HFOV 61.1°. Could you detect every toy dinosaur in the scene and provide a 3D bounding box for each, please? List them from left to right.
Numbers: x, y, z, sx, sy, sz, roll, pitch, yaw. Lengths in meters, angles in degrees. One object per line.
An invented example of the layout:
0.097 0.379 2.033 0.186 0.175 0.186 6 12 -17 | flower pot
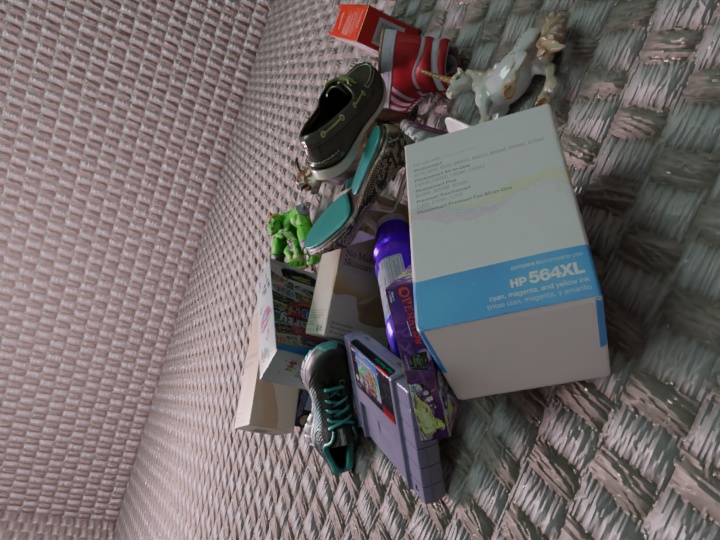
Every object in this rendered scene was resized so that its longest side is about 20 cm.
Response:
-0.001 -0.188 0.851 0.200 0.133 0.087 -49 -33 -35 | toy dinosaur

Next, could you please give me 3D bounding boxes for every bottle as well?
0.053 0.012 0.733 0.203 0.064 0.084 -99 -10 -45 | bottle

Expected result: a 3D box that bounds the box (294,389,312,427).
-0.107 0.162 1.067 0.139 0.037 0.200 -71 23 10 | box

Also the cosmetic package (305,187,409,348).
0.000 0.000 0.839 0.071 0.103 0.205 -7 70 63 | cosmetic package

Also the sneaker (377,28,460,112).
0.084 -0.268 0.878 0.200 0.110 0.073 71 -152 -77 | sneaker

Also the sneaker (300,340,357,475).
-0.030 0.184 0.799 0.091 0.076 0.204 -128 30 -50 | sneaker

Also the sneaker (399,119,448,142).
0.089 -0.121 0.748 0.201 0.079 0.090 -115 38 -56 | sneaker

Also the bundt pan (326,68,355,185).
-0.019 -0.236 1.046 0.204 0.074 0.204 -90 26 -52 | bundt pan

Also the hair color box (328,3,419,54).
0.019 -0.415 1.063 0.062 0.100 0.200 -67 24 16 | hair color box

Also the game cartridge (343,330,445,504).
0.030 0.153 0.688 0.200 0.038 0.133 -153 48 -68 | game cartridge

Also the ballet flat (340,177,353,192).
-0.011 -0.061 0.965 0.072 0.067 0.203 99 175 -48 | ballet flat

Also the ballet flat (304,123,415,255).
0.006 -0.083 0.746 0.201 0.074 0.069 -54 26 31 | ballet flat

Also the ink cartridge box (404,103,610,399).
0.114 -0.023 0.493 0.123 0.129 0.204 -12 55 18 | ink cartridge box

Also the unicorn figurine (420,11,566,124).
0.152 -0.202 0.668 0.198 0.073 0.140 -25 42 44 | unicorn figurine

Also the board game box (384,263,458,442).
0.066 0.052 0.545 0.200 0.032 0.123 -36 -72 -73 | board game box

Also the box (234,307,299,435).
-0.144 0.161 1.004 0.095 0.076 0.205 -35 45 58 | box

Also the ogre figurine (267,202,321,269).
-0.137 -0.060 1.221 0.200 0.096 0.123 147 118 -79 | ogre figurine

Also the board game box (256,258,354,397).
-0.077 0.085 0.908 0.065 0.145 0.202 -57 28 29 | board game box

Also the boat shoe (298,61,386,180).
-0.020 -0.202 0.755 0.071 0.061 0.204 -4 47 31 | boat shoe
